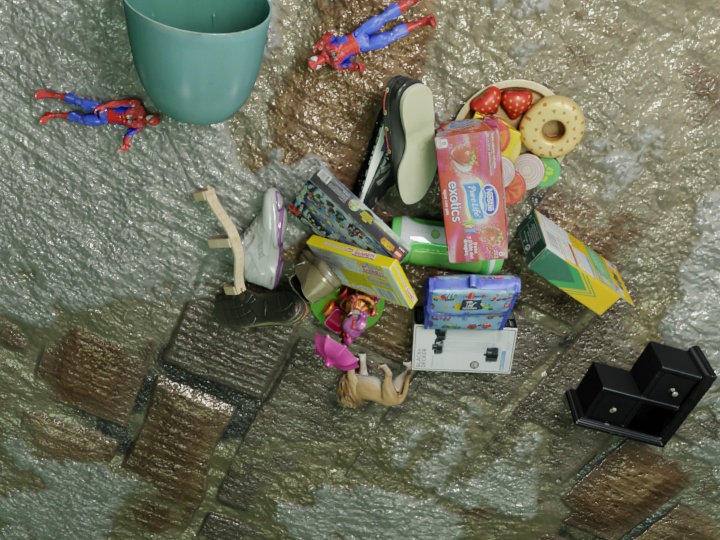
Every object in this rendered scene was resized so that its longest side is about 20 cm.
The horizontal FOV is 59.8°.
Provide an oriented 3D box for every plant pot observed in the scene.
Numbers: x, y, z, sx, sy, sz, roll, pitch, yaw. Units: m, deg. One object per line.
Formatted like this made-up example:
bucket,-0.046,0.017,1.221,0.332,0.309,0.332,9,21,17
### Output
plant pot,-0.233,-0.311,0.897,0.197,0.202,0.162,13,135,-4

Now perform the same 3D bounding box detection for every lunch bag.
lunch bag,0.187,0.039,1.085,0.148,0.096,0.200,1,164,3

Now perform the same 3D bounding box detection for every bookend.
bookend,0.548,0.229,1.240,0.196,0.093,0.202,16,122,-6

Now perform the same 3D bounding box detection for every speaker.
speaker,0.148,-0.044,1.099,0.197,0.089,0.090,8,124,-1

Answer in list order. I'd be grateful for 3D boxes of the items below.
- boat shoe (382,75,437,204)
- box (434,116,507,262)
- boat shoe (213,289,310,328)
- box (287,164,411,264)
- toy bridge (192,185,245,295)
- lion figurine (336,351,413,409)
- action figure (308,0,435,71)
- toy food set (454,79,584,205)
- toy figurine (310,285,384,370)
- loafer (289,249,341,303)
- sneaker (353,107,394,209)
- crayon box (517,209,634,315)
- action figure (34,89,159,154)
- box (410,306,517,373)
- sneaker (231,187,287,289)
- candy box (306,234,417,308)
boat shoe,0.074,-0.197,0.961,0.073,0.063,0.203,-25,133,-21
box,0.174,-0.125,0.966,0.094,0.100,0.203,-4,113,14
boat shoe,-0.188,0.079,1.206,0.197,0.077,0.074,2,169,24
box,-0.023,-0.072,1.055,0.200,0.040,0.137,42,155,-6
toy bridge,-0.242,-0.053,1.114,0.067,0.027,0.203,2,113,41
lion figurine,0.028,0.236,1.264,0.198,0.072,0.125,7,103,43
action figure,0.008,-0.333,0.910,0.197,0.100,0.066,-19,119,19
toy food set,0.243,-0.204,1.009,0.197,0.049,0.200,19,122,-9
toy figurine,-0.016,0.092,1.140,0.149,0.185,0.200,35,118,-18
loafer,-0.092,0.012,1.095,0.067,0.200,0.076,-40,101,-10
sneaker,0.046,-0.161,1.040,0.086,0.076,0.202,14,123,-11
crayon box,0.367,-0.007,1.081,0.198,0.126,0.052,31,121,-15
action figure,-0.429,-0.243,1.010,0.196,0.100,0.066,5,125,-2
box,0.198,0.137,1.227,0.196,0.060,0.118,3,123,3
sneaker,-0.184,-0.055,1.122,0.098,0.075,0.202,12,122,0
candy box,0.000,0.000,1.060,0.198,0.026,0.103,19,148,41
